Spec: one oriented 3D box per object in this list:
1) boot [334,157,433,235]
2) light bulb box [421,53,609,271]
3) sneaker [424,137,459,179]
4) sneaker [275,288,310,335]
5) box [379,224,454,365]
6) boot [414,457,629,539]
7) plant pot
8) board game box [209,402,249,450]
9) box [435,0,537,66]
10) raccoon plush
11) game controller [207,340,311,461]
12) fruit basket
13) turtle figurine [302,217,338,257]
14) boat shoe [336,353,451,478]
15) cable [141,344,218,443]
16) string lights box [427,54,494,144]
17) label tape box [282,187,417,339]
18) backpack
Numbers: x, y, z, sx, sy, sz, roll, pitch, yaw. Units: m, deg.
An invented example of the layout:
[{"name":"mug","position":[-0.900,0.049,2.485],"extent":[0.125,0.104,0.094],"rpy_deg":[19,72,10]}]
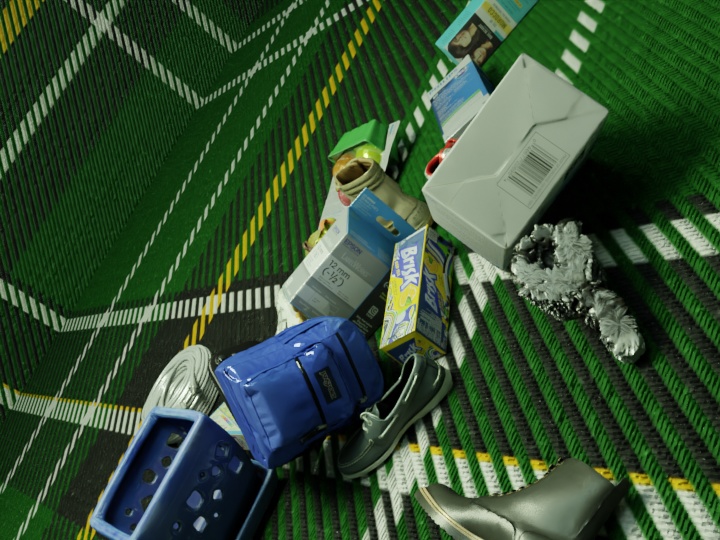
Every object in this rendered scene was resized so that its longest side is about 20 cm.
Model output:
[{"name":"boot","position":[0.012,-0.111,1.335],"extent":[0.199,0.155,0.073],"rpy_deg":[-4,53,58]},{"name":"light bulb box","position":[0.186,-0.122,1.000],"extent":[0.199,0.124,0.200],"rpy_deg":[-53,-12,0]},{"name":"sneaker","position":[0.180,-0.147,1.157],"extent":[0.200,0.108,0.068],"rpy_deg":[-17,42,50]},{"name":"sneaker","position":[-0.123,0.100,1.391],"extent":[0.088,0.075,0.200],"rpy_deg":[-53,23,8]},{"name":"box","position":[0.082,0.035,1.146],"extent":[0.070,0.064,0.201],"rpy_deg":[-31,33,36]},{"name":"boot","position":[0.155,0.225,0.795],"extent":[0.139,0.077,0.199],"rpy_deg":[-53,39,-10]},{"name":"plant pot","position":[-0.249,0.331,1.194],"extent":[0.199,0.179,0.202],"rpy_deg":[-8,51,55]},{"name":"board game box","position":[-0.171,0.228,1.311],"extent":[0.199,0.034,0.134],"rpy_deg":[-14,26,53]},{"name":"box","position":[0.235,-0.459,1.482],"extent":[0.200,0.082,0.049],"rpy_deg":[-49,27,10]},{"name":"raccoon plush","position":[0.237,0.035,0.910],"extent":[0.096,0.134,0.202],"rpy_deg":[-28,64,13]},{"name":"game controller","position":[-0.143,0.193,1.201],"extent":[0.103,0.201,0.042],"rpy_deg":[-23,-26,-27]},{"name":"fruit basket","position":[-0.001,-0.173,1.540],"extent":[0.184,0.093,0.203],"rpy_deg":[-15,60,52]},{"name":"turtle figurine","position":[-0.073,-0.026,1.410],"extent":[0.200,0.064,0.163],"rpy_deg":[-111,43,-79]},{"name":"boat shoe","position":[0.029,0.185,1.050],"extent":[0.200,0.062,0.073],"rpy_deg":[-46,27,14]},{"name":"cable","position":[-0.349,0.241,1.600],"extent":[0.199,0.069,0.201],"rpy_deg":[-37,29,30]},{"name":"string lights box","position":[0.180,-0.276,1.374],"extent":[0.103,0.059,0.201],"rpy_deg":[-41,28,22]},{"name":"label tape box","position":[0.000,0.000,1.232],"extent":[0.200,0.143,0.066],"rpy_deg":[-49,26,9]},{"name":"backpack","position":[-0.068,0.158,1.093],"extent":[0.198,0.164,0.168],"rpy_deg":[-25,8,-20]}]
